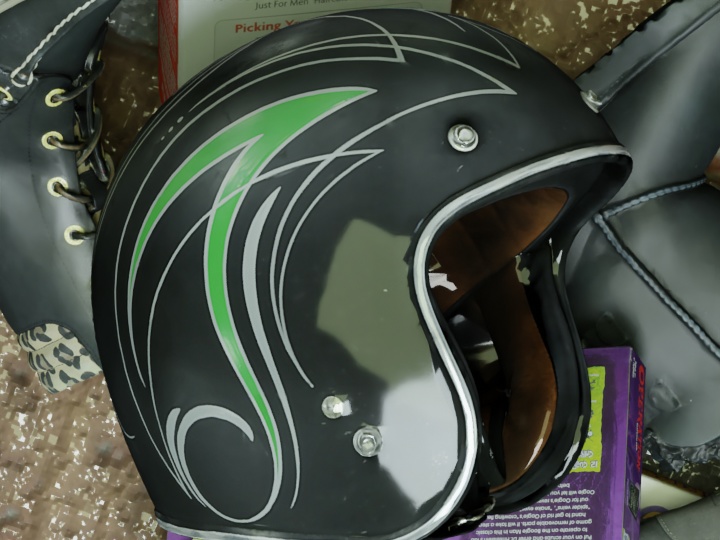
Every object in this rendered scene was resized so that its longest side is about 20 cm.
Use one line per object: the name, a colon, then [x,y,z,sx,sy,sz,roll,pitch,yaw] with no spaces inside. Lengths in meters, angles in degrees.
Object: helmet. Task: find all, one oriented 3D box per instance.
helmet: [0.000,0.000,0.774,0.199,0.200,0.191,0,90,3]

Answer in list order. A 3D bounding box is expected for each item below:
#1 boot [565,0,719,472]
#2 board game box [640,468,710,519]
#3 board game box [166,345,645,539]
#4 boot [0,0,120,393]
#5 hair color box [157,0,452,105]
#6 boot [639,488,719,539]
boot: [0.147,-0.024,0.878,0.198,0.073,0.163,-40,89,11]
board game box: [0.084,0.123,0.914,0.199,0.030,0.096,21,95,-1]
board game box: [0.015,0.095,0.858,0.199,0.032,0.120,-4,61,22]
boot: [-0.112,-0.045,0.853,0.203,0.073,0.154,-29,97,45]
hair color box: [-0.022,-0.128,0.816,0.111,0.200,0.064,-6,49,-11]
boot: [0.106,0.179,0.869,0.199,0.073,0.182,-17,81,-1]
